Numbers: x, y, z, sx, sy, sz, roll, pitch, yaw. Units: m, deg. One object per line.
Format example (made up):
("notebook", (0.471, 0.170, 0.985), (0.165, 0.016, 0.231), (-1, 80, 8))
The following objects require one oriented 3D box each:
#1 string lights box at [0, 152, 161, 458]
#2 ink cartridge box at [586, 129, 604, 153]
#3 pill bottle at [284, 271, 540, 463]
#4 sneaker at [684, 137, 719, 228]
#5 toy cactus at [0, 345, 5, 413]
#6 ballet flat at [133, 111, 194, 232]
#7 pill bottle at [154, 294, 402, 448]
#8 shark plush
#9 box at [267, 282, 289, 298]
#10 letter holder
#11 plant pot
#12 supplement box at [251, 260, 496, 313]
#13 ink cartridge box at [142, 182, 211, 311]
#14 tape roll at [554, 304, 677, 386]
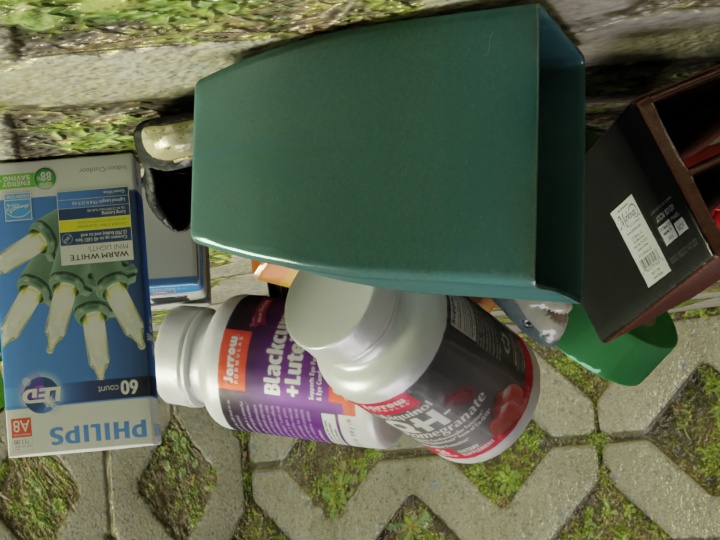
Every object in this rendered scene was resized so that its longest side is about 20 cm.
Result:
("string lights box", (-0.198, 0.025, 1.154), (0.102, 0.202, 0.059), (-5, 174, -3))
("ink cartridge box", (0.186, -0.065, 1.304), (0.103, 0.060, 0.199), (-11, 172, 38))
("pill bottle", (0.037, 0.057, 1.202), (0.110, 0.112, 0.200), (-10, 150, 37))
("sneaker", (0.241, -0.039, 1.145), (0.199, 0.079, 0.116), (-28, -137, -13))
("toy cactus", (-0.325, 0.023, 1.405), (0.101, 0.201, 0.166), (13, 127, -19))
("ballet flat", (-0.109, -0.066, 1.058), (0.066, 0.057, 0.200), (-5, 174, -5))
("pill bottle", (-0.062, 0.078, 1.340), (0.198, 0.113, 0.111), (5, 178, 21))
("shark plush", (0.068, -0.020, 1.209), (0.199, 0.084, 0.091), (24, -138, 13))
("box", (0.000, 0.000, 1.386), (0.157, 0.046, 0.201), (-5, 143, -1))
("letter holder", (0.215, -0.050, 1.022), (0.141, 0.101, 0.200), (-24, 169, -16))
("plant pot", (0.014, -0.058, 0.908), (0.198, 0.143, 0.141), (1, 176, 17))
("supplement box", (0.017, -0.014, 1.278), (0.198, 0.069, 0.067), (16, 137, -23))
("ink cartridge box", (-0.197, -0.013, 1.339), (0.144, 0.085, 0.200), (-5, 174, -3))
("tape roll", (0.179, 0.010, 1.403), (0.048, 0.201, 0.200), (-49, 154, 21))
